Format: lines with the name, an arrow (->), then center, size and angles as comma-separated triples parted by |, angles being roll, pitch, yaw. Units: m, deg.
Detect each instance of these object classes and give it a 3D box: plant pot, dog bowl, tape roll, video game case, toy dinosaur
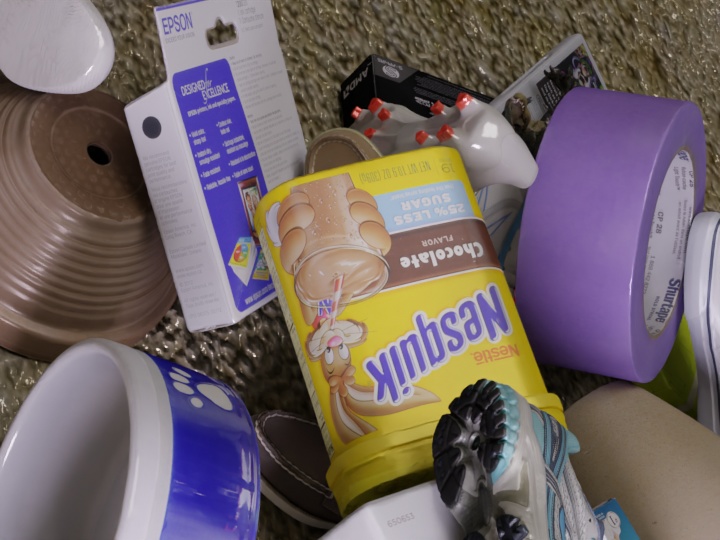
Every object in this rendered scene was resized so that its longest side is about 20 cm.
plant pot -> -0.187, -0.051, 1.223 | 0.200, 0.093, 0.202 | 20, 49, -25
dog bowl -> -0.138, 0.144, 1.045 | 0.078, 0.200, 0.201 | 20, 50, -29
tape roll -> 0.181, -0.026, 1.368 | 0.084, 0.201, 0.200 | 9, 39, 21
video game case -> 0.174, -0.067, 1.527 | 0.182, 0.023, 0.201 | -41, 108, -50
toy dinosaur -> 0.163, -0.099, 1.471 | 0.200, 0.047, 0.089 | 36, 67, -41
plant pot -> 0.213, 0.182, 1.338 | 0.186, 0.188, 0.200 | -10, 52, -42

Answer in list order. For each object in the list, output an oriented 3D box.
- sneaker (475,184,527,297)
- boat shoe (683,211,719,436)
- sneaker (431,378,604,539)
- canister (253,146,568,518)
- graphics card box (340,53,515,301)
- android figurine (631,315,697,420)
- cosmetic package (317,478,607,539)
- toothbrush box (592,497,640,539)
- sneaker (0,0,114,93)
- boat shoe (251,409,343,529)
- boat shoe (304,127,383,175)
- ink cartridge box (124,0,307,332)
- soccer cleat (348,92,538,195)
sneaker -> 0.067, 0.001, 1.349 | 0.086, 0.075, 0.201 | 27, 56, -7
boat shoe -> 0.285, 0.054, 1.428 | 0.073, 0.066, 0.202 | -35, 121, -58
sneaker -> 0.097, 0.153, 1.025 | 0.086, 0.078, 0.201 | 22, 49, -29
canister -> 0.027, 0.035, 1.187 | 0.147, 0.087, 0.201 | -14, 70, -16
graphics card box -> 0.053, -0.057, 1.450 | 0.125, 0.051, 0.201 | 15, 54, -30
android figurine -> 0.277, 0.085, 1.526 | 0.200, 0.041, 0.183 | 39, 48, -19
cosmetic package -> 0.042, 0.230, 1.128 | 0.166, 0.200, 0.168 | -13, 69, -43
toothbrush box -> 0.147, 0.271, 1.223 | 0.085, 0.146, 0.201 | -21, 76, -44
sneaker -> -0.206, -0.162, 1.242 | 0.199, 0.076, 0.088 | 28, 12, 41
boat shoe -> 0.010, 0.144, 1.265 | 0.199, 0.059, 0.072 | 33, 46, -16
boat shoe -> 0.000, 0.000, 1.275 | 0.065, 0.072, 0.202 | 13, 65, -71
ink cartridge box -> -0.086, -0.080, 1.257 | 0.198, 0.043, 0.202 | -33, 111, -68
soccer cleat -> 0.044, -0.077, 1.337 | 0.077, 0.199, 0.070 | 41, 71, -24
